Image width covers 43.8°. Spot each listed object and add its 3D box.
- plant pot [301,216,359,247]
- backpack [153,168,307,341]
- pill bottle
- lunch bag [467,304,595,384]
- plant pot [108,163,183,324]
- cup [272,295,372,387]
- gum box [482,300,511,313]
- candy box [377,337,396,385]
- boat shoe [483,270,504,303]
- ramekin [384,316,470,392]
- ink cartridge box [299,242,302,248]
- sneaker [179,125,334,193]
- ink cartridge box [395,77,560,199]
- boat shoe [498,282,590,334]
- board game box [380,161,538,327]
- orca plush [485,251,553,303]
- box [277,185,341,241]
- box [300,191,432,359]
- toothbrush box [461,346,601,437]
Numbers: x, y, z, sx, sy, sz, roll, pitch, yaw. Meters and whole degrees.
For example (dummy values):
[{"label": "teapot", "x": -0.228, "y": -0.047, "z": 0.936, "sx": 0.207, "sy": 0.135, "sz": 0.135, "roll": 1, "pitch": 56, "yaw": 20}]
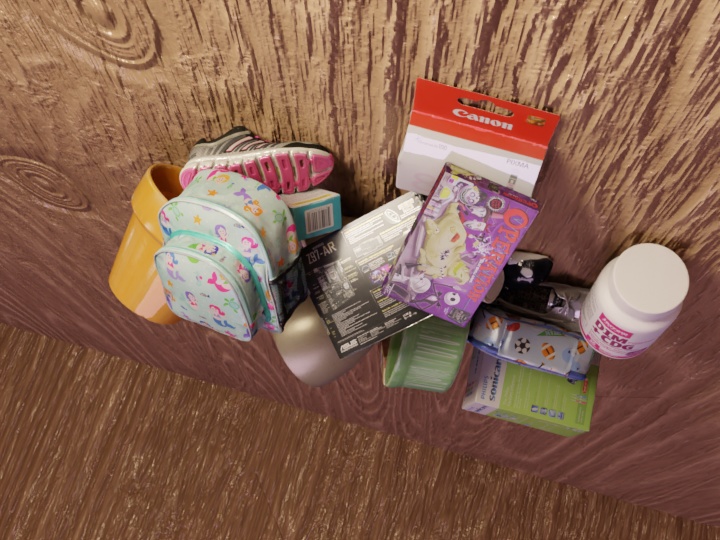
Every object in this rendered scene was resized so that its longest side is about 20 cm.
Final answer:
[{"label": "plant pot", "x": 0.000, "y": 0.000, "z": 1.347, "sx": 0.134, "sy": 0.200, "sz": 0.200, "roll": -21, "pitch": 161, "yaw": -5}, {"label": "backpack", "x": -0.166, "y": -0.021, "z": 1.126, "sx": 0.177, "sy": 0.151, "sz": 0.200, "roll": 18, "pitch": 132, "yaw": 24}, {"label": "pill bottle", "x": 0.368, "y": 0.043, "z": 1.212, "sx": 0.113, "sy": 0.113, "sz": 0.200, "roll": 14, "pitch": 161, "yaw": 9}, {"label": "lunch bag", "x": 0.263, "y": 0.112, "z": 1.400, "sx": 0.200, "sy": 0.076, "sz": 0.160, "roll": 19, "pitch": 180, "yaw": -5}, {"label": "plant pot", "x": -0.273, "y": -0.027, "z": 1.332, "sx": 0.200, "sy": 0.183, "sz": 0.200, "roll": 33, "pitch": -163, "yaw": -12}, {"label": "cup", "x": -0.043, "y": 0.087, "z": 1.564, "sx": 0.143, "sy": 0.200, "sz": 0.200, "roll": -23, "pitch": 143, "yaw": 26}, {"label": "gum box", "x": 0.244, "y": 0.087, "z": 1.562, "sx": 0.170, "sy": 0.045, "sz": 0.200, "roll": 8, "pitch": 161, "yaw": 22}, {"label": "candy box", "x": 0.090, "y": 0.131, "z": 1.592, "sx": 0.115, "sy": 0.055, "sz": 0.200, "roll": -1, "pitch": -156, "yaw": -3}, {"label": "boat shoe", "x": 0.149, "y": -0.031, "z": 1.247, "sx": 0.060, "sy": 0.072, "sz": 0.200, "roll": 25, "pitch": 156, "yaw": 36}, {"label": "ramekin", "x": 0.108, "y": 0.096, "z": 1.413, "sx": 0.098, "sy": 0.200, "sz": 0.200, "roll": 13, "pitch": 162, "yaw": -2}, {"label": "ink cartridge box", "x": -0.218, "y": -0.039, "z": 1.537, "sx": 0.146, "sy": 0.084, "sz": 0.200, "roll": 29, "pitch": 159, "yaw": -34}, {"label": "sneaker", "x": -0.136, "y": -0.150, "z": 1.176, "sx": 0.200, "sy": 0.087, "sz": 0.074, "roll": -6, "pitch": 139, "yaw": 0}, {"label": "ink cartridge box", "x": 0.127, "y": -0.132, "z": 1.024, "sx": 0.162, "sy": 0.057, "sz": 0.200, "roll": 16, "pitch": 166, "yaw": 5}, {"label": "boat shoe", "x": 0.300, "y": 0.048, "z": 1.360, "sx": 0.200, "sy": 0.072, "sz": 0.069, "roll": 17, "pitch": 180, "yaw": 31}, {"label": "board game box", "x": 0.116, "y": -0.026, "z": 1.082, "sx": 0.120, "sy": 0.032, "sz": 0.200, "roll": 19, "pitch": 128, "yaw": -9}, {"label": "orca plush", "x": 0.186, "y": 0.010, "z": 1.344, "sx": 0.200, "sy": 0.071, "sz": 0.105, "roll": 9, "pitch": 160, "yaw": 23}, {"label": "box", "x": -0.121, "y": -0.091, "z": 1.223, "sx": 0.082, "sy": 0.049, "sz": 0.200, "roll": -19, "pitch": -154, "yaw": -38}, {"label": "box", "x": 0.029, "y": 0.005, "z": 1.196, "sx": 0.200, "sy": 0.160, "sz": 0.044, "roll": -28, "pitch": 174, "yaw": 13}, {"label": "toothbrush box", "x": 0.288, "y": 0.182, "z": 1.506, "sx": 0.200, "sy": 0.146, "sz": 0.086, "roll": 15, "pitch": 161, "yaw": -6}]
